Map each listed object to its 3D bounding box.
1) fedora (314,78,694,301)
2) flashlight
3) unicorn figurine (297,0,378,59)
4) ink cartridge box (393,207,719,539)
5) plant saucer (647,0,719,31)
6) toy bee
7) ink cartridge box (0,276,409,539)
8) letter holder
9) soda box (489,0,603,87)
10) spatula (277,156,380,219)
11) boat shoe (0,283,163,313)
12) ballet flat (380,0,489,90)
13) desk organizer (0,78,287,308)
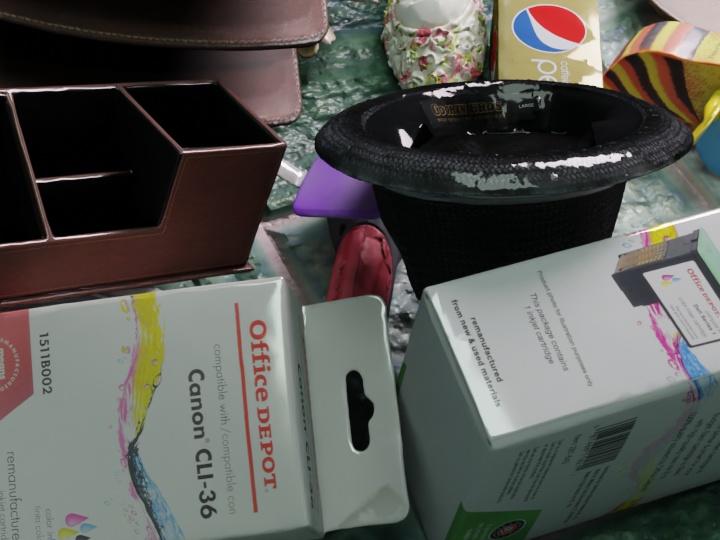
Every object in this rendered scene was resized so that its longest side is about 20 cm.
[{"bbox_3d":[0.070,-0.032,0.826,0.198,0.093,0.201,-1,18,0],"label":"fedora"},{"bbox_3d":[0.000,0.000,0.893,0.068,0.068,0.201,38,37,-22],"label":"flashlight"},{"bbox_3d":[-0.098,-0.184,1.075,0.198,0.074,0.138,5,36,-17],"label":"unicorn figurine"},{"bbox_3d":[0.124,0.051,0.792,0.198,0.145,0.085,-15,63,-15],"label":"ink cartridge box"},{"bbox_3d":[0.273,-0.197,1.119,0.198,0.032,0.202,1,46,-1],"label":"plant saucer"},{"bbox_3d":[0.242,-0.113,0.987,0.198,0.109,0.132,7,45,5],"label":"toy bee"},{"bbox_3d":[-0.082,0.071,0.776,0.198,0.068,0.118,-8,77,4],"label":"ink cartridge box"},{"bbox_3d":[-0.108,-0.154,0.863,0.198,0.100,0.144,2,74,-25],"label":"letter holder"},{"bbox_3d":[0.109,-0.097,0.993,0.063,0.068,0.201,3,47,1],"label":"soda box"},{"bbox_3d":[-0.066,-0.063,0.918,0.198,0.021,0.057,14,54,19],"label":"spatula"},{"bbox_3d":[-0.147,0.041,0.862,0.199,0.070,0.072,20,59,22],"label":"boat shoe"},{"bbox_3d":[0.045,-0.189,1.080,0.075,0.064,0.201,-10,45,12],"label":"ballet flat"},{"bbox_3d":[-0.137,-0.040,0.811,0.199,0.078,0.072,-9,41,-42],"label":"desk organizer"}]
